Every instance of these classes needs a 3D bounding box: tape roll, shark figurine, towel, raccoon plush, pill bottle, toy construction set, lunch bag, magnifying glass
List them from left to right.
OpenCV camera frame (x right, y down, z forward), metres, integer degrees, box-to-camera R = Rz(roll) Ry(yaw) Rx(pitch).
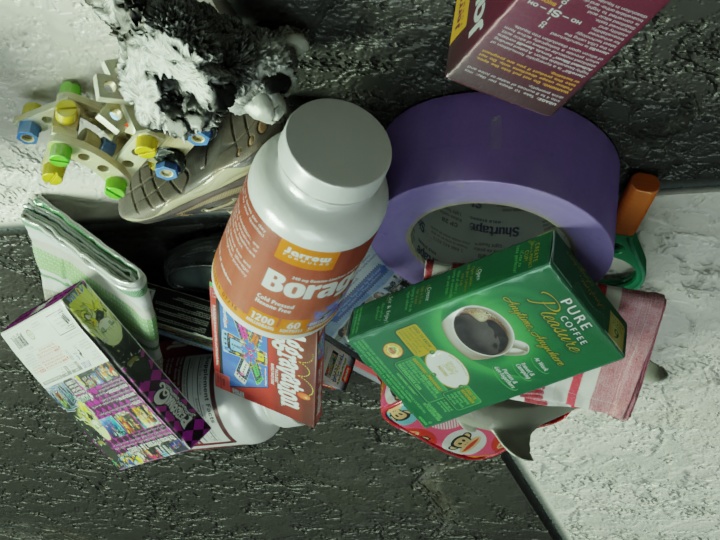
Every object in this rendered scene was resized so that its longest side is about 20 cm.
[{"bbox_3d":[-0.245,0.033,1.848,0.149,0.031,0.200,35,151,24],"label":"towel"},{"bbox_3d":[-0.187,-0.122,1.592,0.131,0.092,0.200,21,160,-22],"label":"toy construction set"},{"bbox_3d":[-0.115,-0.191,1.480,0.097,0.134,0.200,-4,116,38],"label":"raccoon plush"},{"bbox_3d":[-0.145,0.120,1.992,0.200,0.113,0.113,-8,148,27],"label":"pill bottle"},{"bbox_3d":[-0.043,-0.041,1.577,0.112,0.112,0.200,14,143,-10],"label":"pill bottle"},{"bbox_3d":[0.109,-0.055,1.632,0.199,0.085,0.200,6,151,4],"label":"tape roll"},{"bbox_3d":[0.132,0.093,1.855,0.176,0.082,0.200,27,127,-33],"label":"lunch bag"},{"bbox_3d":[0.144,0.059,1.681,0.199,0.023,0.144,9,133,1],"label":"towel"},{"bbox_3d":[0.160,0.124,1.778,0.214,0.090,0.128,-9,138,-3],"label":"shark figurine"},{"bbox_3d":[0.219,-0.027,1.721,0.079,0.022,0.200,10,151,-3],"label":"magnifying glass"}]

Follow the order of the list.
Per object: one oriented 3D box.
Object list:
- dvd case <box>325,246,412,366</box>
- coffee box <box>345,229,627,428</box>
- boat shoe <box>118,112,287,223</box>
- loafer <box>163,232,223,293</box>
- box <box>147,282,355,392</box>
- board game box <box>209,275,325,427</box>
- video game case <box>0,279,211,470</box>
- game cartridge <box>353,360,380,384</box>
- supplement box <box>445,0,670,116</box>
[{"bbox_3d":[0.000,0.000,1.740,0.200,0.018,0.143,33,111,-31],"label":"dvd case"},{"bbox_3d":[0.104,0.050,1.635,0.200,0.044,0.123,-23,124,30],"label":"coffee box"},{"bbox_3d":[-0.122,-0.074,1.670,0.200,0.075,0.073,-18,142,41],"label":"boat shoe"},{"bbox_3d":[-0.086,0.007,1.811,0.200,0.071,0.068,0,152,16],"label":"loafer"},{"bbox_3d":[-0.114,0.060,1.873,0.200,0.035,0.110,16,171,22],"label":"box"},{"bbox_3d":[-0.081,0.071,1.766,0.103,0.019,0.200,21,152,10],"label":"board game box"},{"bbox_3d":[-0.242,0.102,1.880,0.181,0.036,0.200,50,153,-8],"label":"video game case"},{"bbox_3d":[0.040,0.066,1.927,0.200,0.041,0.133,28,142,-33],"label":"game cartridge"},{"bbox_3d":[0.140,-0.203,1.322,0.085,0.111,0.200,18,150,-17],"label":"supplement box"}]
